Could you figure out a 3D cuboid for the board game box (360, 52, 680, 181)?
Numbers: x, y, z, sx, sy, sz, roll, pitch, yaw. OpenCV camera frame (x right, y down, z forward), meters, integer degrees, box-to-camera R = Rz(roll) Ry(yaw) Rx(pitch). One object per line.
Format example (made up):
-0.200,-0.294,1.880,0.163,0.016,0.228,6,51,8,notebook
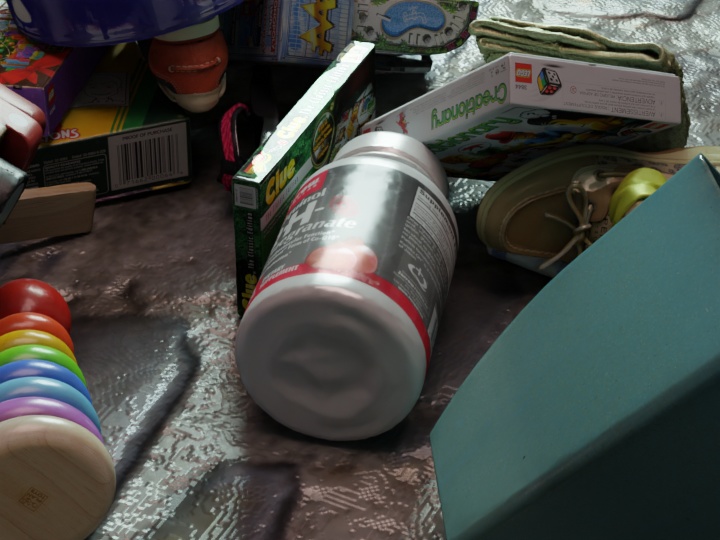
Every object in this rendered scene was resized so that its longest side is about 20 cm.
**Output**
0.099,-0.096,1.035,0.126,0.035,0.200,4,-9,-26,board game box

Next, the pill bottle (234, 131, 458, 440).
0.000,0.000,0.957,0.110,0.111,0.200,8,35,8,pill bottle

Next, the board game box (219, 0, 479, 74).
-0.020,-0.181,1.184,0.199,0.062,0.200,4,7,-10,board game box

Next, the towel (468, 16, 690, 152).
0.160,-0.127,1.105,0.148,0.200,0.037,16,81,18,towel

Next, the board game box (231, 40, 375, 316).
-0.034,-0.064,1.052,0.023,0.105,0.200,15,36,16,board game box

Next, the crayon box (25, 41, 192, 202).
-0.243,-0.109,1.146,0.199,0.059,0.173,-13,38,-20,crayon box

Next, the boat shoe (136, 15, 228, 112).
-0.132,-0.172,1.165,0.071,0.063,0.200,-14,24,-8,boat shoe

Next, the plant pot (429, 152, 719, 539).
0.139,0.079,0.773,0.200,0.141,0.142,-36,30,18,plant pot

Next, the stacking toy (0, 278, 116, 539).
-0.189,0.067,0.888,0.085,0.086,0.200,-7,32,-11,stacking toy

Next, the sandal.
-0.080,-0.087,1.115,0.045,0.076,0.200,-1,27,-6,sandal

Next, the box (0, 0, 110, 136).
-0.260,-0.163,1.138,0.136,0.039,0.200,4,33,7,box

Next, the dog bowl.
-0.160,-0.236,1.112,0.199,0.079,0.200,-9,32,6,dog bowl

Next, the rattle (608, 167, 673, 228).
0.220,0.032,0.972,0.199,0.143,0.130,18,16,-31,rattle

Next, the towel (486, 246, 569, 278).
0.201,-0.023,1.073,0.199,0.024,0.147,20,40,24,towel

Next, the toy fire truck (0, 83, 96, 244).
-0.236,-0.046,0.975,0.128,0.176,0.200,31,30,-6,toy fire truck

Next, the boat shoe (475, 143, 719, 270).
0.174,-0.038,1.016,0.199,0.074,0.063,-9,39,-13,boat shoe
